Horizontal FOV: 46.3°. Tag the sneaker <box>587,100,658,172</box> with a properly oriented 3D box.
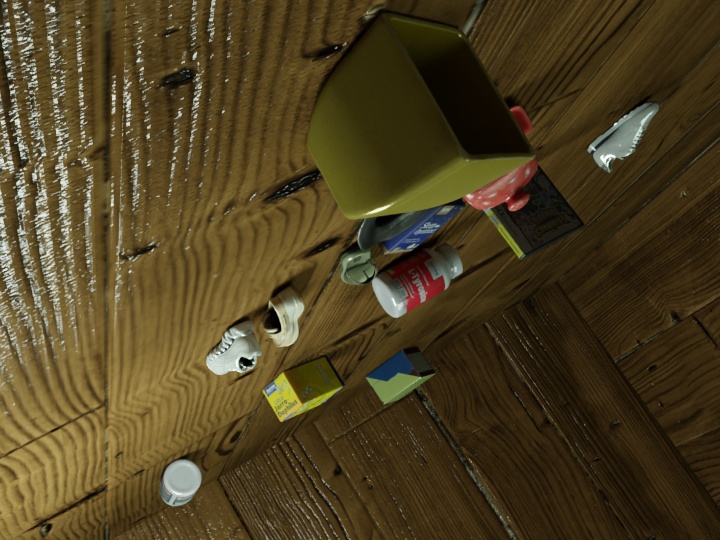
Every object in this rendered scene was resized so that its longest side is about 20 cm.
[{"bbox_3d":[0.647,-0.326,2.030,0.076,0.081,0.200,-14,155,-50],"label":"sneaker"}]

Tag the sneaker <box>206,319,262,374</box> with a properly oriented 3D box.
[{"bbox_3d":[-0.256,0.177,1.714,0.075,0.081,0.200,-26,166,-34],"label":"sneaker"}]

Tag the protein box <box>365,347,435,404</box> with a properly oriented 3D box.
[{"bbox_3d":[0.164,0.424,3.411,0.198,0.135,0.200,-38,165,16],"label":"protein box"}]

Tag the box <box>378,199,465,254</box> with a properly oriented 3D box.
[{"bbox_3d":[0.140,-0.104,1.743,0.200,0.032,0.121,-41,164,26],"label":"box"}]

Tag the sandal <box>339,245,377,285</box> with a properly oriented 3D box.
[{"bbox_3d":[-0.001,0.000,1.725,0.080,0.057,0.201,-32,166,-3],"label":"sandal"}]

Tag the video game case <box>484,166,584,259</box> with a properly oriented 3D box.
[{"bbox_3d":[0.368,-0.133,1.839,0.200,0.181,0.026,-25,162,-31],"label":"video game case"}]

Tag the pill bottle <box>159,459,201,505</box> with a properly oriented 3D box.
[{"bbox_3d":[-0.567,0.669,2.633,0.116,0.116,0.200,-26,165,-29],"label":"pill bottle"}]

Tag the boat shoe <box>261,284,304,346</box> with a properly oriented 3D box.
[{"bbox_3d":[-0.164,0.099,1.681,0.069,0.074,0.200,-24,154,-25],"label":"boat shoe"}]

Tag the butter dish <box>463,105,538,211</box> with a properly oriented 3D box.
[{"bbox_3d":[0.245,-0.172,1.498,0.199,0.148,0.200,-36,167,13],"label":"butter dish"}]

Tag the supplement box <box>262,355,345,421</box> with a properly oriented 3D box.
[{"bbox_3d":[-0.161,0.338,2.425,0.109,0.110,0.200,-43,163,35],"label":"supplement box"}]

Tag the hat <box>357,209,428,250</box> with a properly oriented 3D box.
[{"bbox_3d":[0.048,-0.126,1.359,0.201,0.081,0.201,-38,163,-13],"label":"hat"}]

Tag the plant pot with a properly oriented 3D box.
[{"bbox_3d":[0.053,-0.164,1.027,0.200,0.194,0.195,-35,168,34],"label":"plant pot"}]

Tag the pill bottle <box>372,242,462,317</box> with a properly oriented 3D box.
[{"bbox_3d":[0.137,0.018,1.987,0.200,0.112,0.112,-30,166,-16],"label":"pill bottle"}]
